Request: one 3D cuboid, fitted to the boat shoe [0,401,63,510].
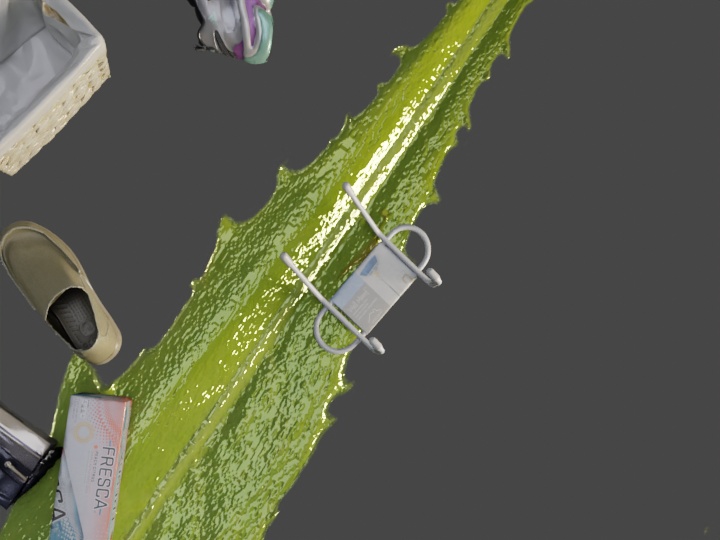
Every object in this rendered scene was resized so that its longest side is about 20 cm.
[{"bbox_3d":[-0.448,0.188,1.018,0.198,0.075,0.093,36,78,-1],"label":"boat shoe"}]

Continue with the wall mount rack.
[{"bbox_3d":[0.000,0.000,1.104,0.173,0.075,0.201,42,79,-2],"label":"wall mount rack"}]

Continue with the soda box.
[{"bbox_3d":[-0.317,0.247,1.039,0.067,0.064,0.205,7,83,-8],"label":"soda box"}]

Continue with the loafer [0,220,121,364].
[{"bbox_3d":[-0.356,0.023,1.052,0.075,0.068,0.201,-40,91,-10],"label":"loafer"}]

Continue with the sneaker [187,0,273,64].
[{"bbox_3d":[-0.171,-0.369,1.113,0.137,0.078,0.205,6,83,-9],"label":"sneaker"}]

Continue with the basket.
[{"bbox_3d":[-0.405,-0.227,1.041,0.135,0.123,0.201,42,79,-2],"label":"basket"}]
